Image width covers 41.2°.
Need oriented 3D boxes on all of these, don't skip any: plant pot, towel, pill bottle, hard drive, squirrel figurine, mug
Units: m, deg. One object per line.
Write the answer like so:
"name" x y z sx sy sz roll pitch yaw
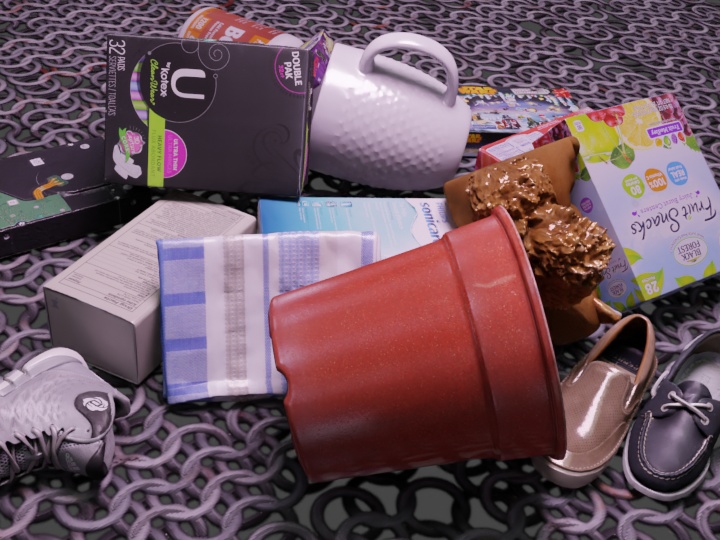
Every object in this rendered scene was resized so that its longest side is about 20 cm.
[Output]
"plant pot" 0.038 0.071 0.748 0.193 0.202 0.201 -14 37 1
"towel" -0.074 0.041 0.830 0.198 0.148 0.024 -2 4 -9
"pill bottle" -0.136 -0.264 1.253 0.199 0.113 0.112 24 40 25
"hard drive" -0.344 -0.080 1.035 0.199 0.038 0.140 -20 43 -32
"squirrel figurine" 0.166 -0.014 0.892 0.140 0.188 0.200 -19 3 12
"mug" 0.040 -0.184 1.097 0.174 0.201 0.148 16 48 -3

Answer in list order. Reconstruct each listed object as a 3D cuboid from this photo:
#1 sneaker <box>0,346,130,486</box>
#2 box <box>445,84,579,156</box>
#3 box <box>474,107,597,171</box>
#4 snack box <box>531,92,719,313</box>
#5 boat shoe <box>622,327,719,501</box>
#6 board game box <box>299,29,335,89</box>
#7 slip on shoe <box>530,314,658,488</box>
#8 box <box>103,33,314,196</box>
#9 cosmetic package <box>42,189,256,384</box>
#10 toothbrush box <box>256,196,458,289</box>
"sneaker" -0.254 0.136 0.724 0.115 0.076 0.200 25 39 21
"box" 0.194 -0.199 1.273 0.198 0.040 0.137 0 35 -8
"box" 0.228 -0.105 1.100 0.199 0.096 0.100 -24 46 -34
"snack box" 0.295 -0.072 1.002 0.168 0.068 0.202 -18 81 -30
"boat shoe" 0.284 0.118 0.833 0.075 0.061 0.200 21 39 20
"board game box" -0.120 -0.199 1.131 0.199 0.032 0.121 -30 30 25
"slip on shoe" 0.209 0.108 0.836 0.076 0.061 0.200 28 41 27
"box" -0.150 -0.161 0.986 0.198 0.150 0.124 4 11 -1
"cosmetic package" -0.191 0.008 0.906 0.103 0.074 0.200 20 39 19
"toothbrush box" 0.000 0.000 0.933 0.198 0.086 0.147 -1 35 -9
